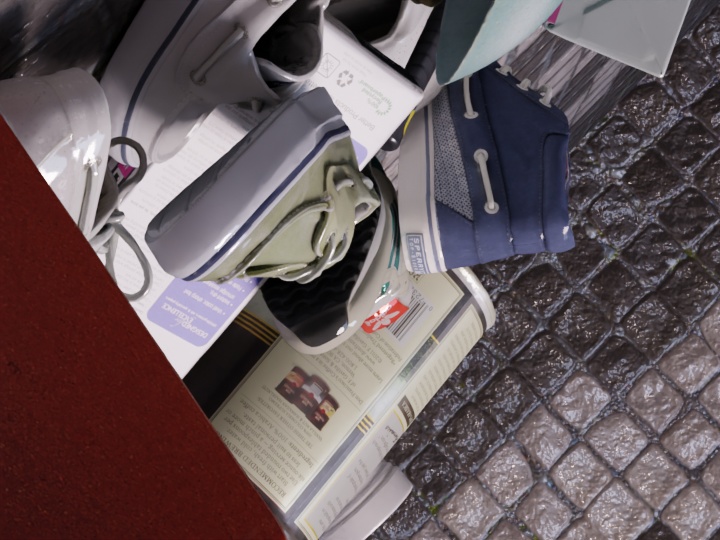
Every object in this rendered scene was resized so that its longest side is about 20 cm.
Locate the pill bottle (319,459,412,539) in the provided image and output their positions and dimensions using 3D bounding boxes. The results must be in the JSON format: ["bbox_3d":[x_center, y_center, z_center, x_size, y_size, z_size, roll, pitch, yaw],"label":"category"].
[{"bbox_3d":[-0.057,0.097,1.297,0.104,0.200,0.104,-42,-179,1],"label":"pill bottle"}]

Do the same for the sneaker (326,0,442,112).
[{"bbox_3d":[-0.043,-0.082,0.939,0.200,0.075,0.089,-41,153,-17],"label":"sneaker"}]

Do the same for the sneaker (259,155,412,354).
[{"bbox_3d":[0.000,0.000,0.980,0.070,0.094,0.200,-27,-155,12],"label":"sneaker"}]

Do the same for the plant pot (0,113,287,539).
[{"bbox_3d":[-0.175,0.085,0.568,0.175,0.200,0.200,-21,159,-47],"label":"plant pot"}]

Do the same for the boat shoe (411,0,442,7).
[{"bbox_3d":[0.045,-0.186,0.781,0.073,0.063,0.201,-41,173,-36],"label":"boat shoe"}]

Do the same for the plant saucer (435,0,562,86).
[{"bbox_3d":[0.082,-0.170,0.812,0.201,0.038,0.203,-163,-90,-83],"label":"plant saucer"}]

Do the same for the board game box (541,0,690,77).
[{"bbox_3d":[0.130,-0.183,0.918,0.200,0.064,0.149,-83,-167,-79],"label":"board game box"}]

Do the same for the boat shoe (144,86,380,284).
[{"bbox_3d":[-0.027,-0.028,0.760,0.072,0.062,0.200,-39,-176,19],"label":"boat shoe"}]

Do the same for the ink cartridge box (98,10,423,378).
[{"bbox_3d":[-0.068,-0.034,0.880,0.094,0.037,0.200,31,103,-40],"label":"ink cartridge box"}]

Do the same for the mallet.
[{"bbox_3d":[0.054,-0.151,0.922,0.066,0.041,0.201,111,4,-68],"label":"mallet"}]

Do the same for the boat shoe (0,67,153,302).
[{"bbox_3d":[-0.117,-0.020,0.724,0.085,0.075,0.202,-24,160,-20],"label":"boat shoe"}]

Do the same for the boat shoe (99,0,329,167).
[{"bbox_3d":[-0.047,-0.095,0.757,0.073,0.065,0.200,-40,172,-41],"label":"boat shoe"}]

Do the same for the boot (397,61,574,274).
[{"bbox_3d":[0.067,-0.085,1.020,0.089,0.202,0.073,-5,146,8],"label":"boot"}]

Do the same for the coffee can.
[{"bbox_3d":[-0.032,0.061,1.178,0.200,0.146,0.146,-49,175,-14],"label":"coffee can"}]
